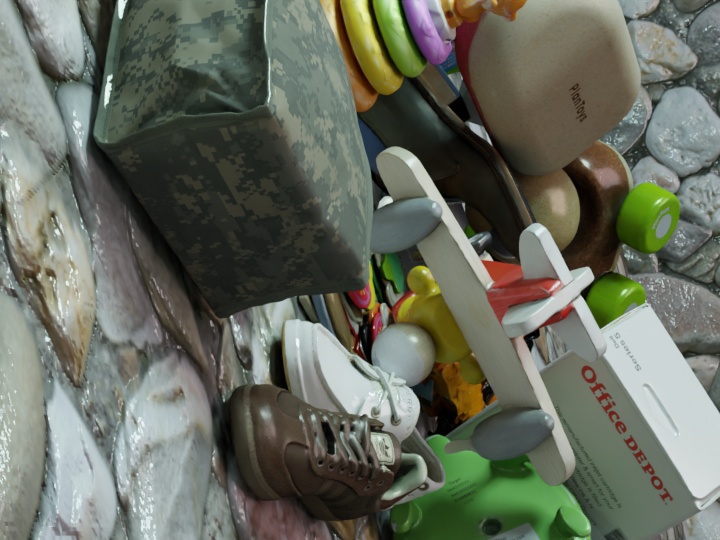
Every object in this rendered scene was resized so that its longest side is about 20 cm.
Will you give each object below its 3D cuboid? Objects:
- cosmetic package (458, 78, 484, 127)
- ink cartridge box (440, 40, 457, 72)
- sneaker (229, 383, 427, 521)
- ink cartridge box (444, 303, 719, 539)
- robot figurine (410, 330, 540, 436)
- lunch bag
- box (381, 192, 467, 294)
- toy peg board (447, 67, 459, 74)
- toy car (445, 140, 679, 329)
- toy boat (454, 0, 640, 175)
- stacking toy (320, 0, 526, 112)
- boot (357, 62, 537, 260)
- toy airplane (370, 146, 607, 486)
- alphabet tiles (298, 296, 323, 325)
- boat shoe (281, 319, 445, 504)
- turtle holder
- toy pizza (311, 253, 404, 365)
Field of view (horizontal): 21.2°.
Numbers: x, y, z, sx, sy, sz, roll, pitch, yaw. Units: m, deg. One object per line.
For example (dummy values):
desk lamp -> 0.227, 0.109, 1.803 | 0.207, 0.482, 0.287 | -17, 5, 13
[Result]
cosmetic package -> 0.134, -0.184, 1.624 | 0.200, 0.071, 0.102 | 117, -9, -82
ink cartridge box -> 0.016, -0.220, 1.466 | 0.068, 0.115, 0.200 | 54, -8, 32
sneaker -> -0.018, 0.104, 1.163 | 0.200, 0.075, 0.071 | 41, 37, -68
ink cartridge box -> 0.170, 0.139, 1.439 | 0.084, 0.200, 0.146 | -26, 81, -45
robot figurine -> 0.088, 0.074, 1.544 | 0.145, 0.058, 0.200 | -52, 159, -17
lunch bag -> -0.066, -0.106, 1.095 | 0.164, 0.117, 0.201 | 60, 25, -48
box -> 0.072, 0.006, 1.686 | 0.159, 0.048, 0.201 | -81, 154, -59
toy peg board -> 0.045, -0.272, 1.755 | 0.200, 0.097, 0.200 | 48, 31, -64
toy car -> 0.129, -0.032, 1.549 | 0.199, 0.164, 0.159 | -3, 117, -53
toy boat -> 0.124, -0.172, 1.444 | 0.131, 0.130, 0.200 | 50, -3, 29
stacking toy -> 0.024, -0.171, 1.344 | 0.110, 0.199, 0.117 | -72, 141, -65
boot -> 0.061, -0.066, 1.460 | 0.201, 0.097, 0.075 | 59, 2, 28
toy airplane -> 0.075, 0.036, 1.319 | 0.200, 0.141, 0.200 | 50, -18, 33
alphabet tiles -> -0.021, -0.006, 1.408 | 0.200, 0.006, 0.167 | 61, 20, -47
boat shoe -> 0.006, 0.091, 1.282 | 0.200, 0.069, 0.071 | 57, 26, -50
turtle holder -> 0.082, 0.206, 1.393 | 0.141, 0.185, 0.132 | -46, 146, -31
toy pizza -> 0.000, 0.000, 1.406 | 0.200, 0.032, 0.202 | -14, 90, -77
